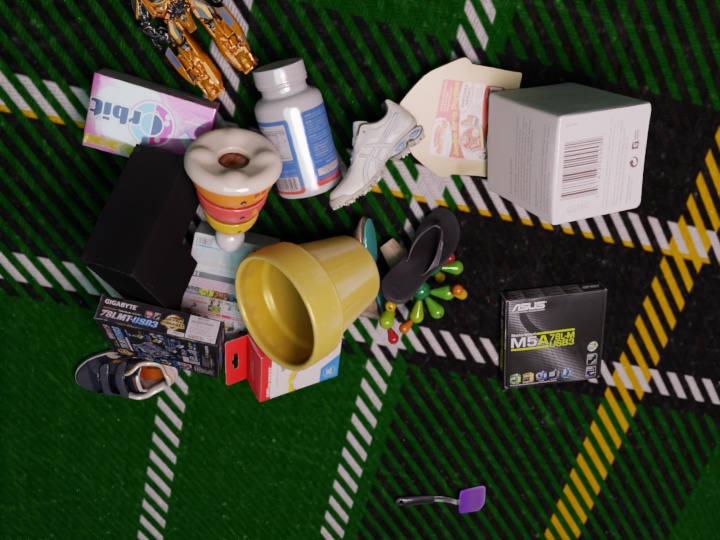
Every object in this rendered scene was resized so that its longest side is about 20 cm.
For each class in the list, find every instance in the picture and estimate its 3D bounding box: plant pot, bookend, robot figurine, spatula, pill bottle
[{"bbox_3d":[-0.075,0.035,1.157,0.188,0.199,0.203,-28,122,-40],"label":"plant pot"},{"bbox_3d":[-0.322,-0.056,1.109,0.091,0.199,0.202,16,71,12],"label":"bookend"},{"bbox_3d":[-0.252,-0.370,1.063,0.144,0.058,0.201,-35,113,8],"label":"robot figurine"},{"bbox_3d":[0.172,0.493,1.498,0.197,0.021,0.057,0,101,-3],"label":"spatula"},{"bbox_3d":[-0.104,-0.226,1.112,0.111,0.112,0.202,-13,114,0],"label":"pill bottle"}]

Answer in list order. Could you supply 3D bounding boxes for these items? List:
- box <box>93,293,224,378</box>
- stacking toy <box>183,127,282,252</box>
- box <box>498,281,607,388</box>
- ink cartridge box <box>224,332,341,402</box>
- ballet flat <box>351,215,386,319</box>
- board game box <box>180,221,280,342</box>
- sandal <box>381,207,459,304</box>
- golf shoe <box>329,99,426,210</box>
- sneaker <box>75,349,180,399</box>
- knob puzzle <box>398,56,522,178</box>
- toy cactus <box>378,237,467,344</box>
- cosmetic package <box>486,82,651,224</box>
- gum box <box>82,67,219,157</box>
[{"bbox_3d":[-0.329,0.115,1.177,0.196,0.050,0.200,15,155,-3],"label":"box"},{"bbox_3d":[-0.199,-0.107,1.097,0.144,0.147,0.201,4,138,-7],"label":"stacking toy"},{"bbox_3d":[0.368,0.125,1.347,0.197,0.048,0.195,-5,116,-4],"label":"box"},{"bbox_3d":[-0.137,0.157,1.244,0.198,0.067,0.117,-16,134,-26],"label":"ink cartridge box"},{"bbox_3d":[0.000,0.000,1.249,0.066,0.068,0.202,-1,114,22],"label":"ballet flat"},{"bbox_3d":[-0.234,0.030,1.236,0.146,0.064,0.202,13,110,-10],"label":"board game box"},{"bbox_3d":[0.110,-0.027,1.199,0.076,0.043,0.201,30,69,12],"label":"sandal"},{"bbox_3d":[0.007,-0.186,1.118,0.200,0.078,0.097,-46,101,-12],"label":"golf shoe"},{"bbox_3d":[-0.431,0.191,1.279,0.197,0.080,0.079,-10,116,0],"label":"sneaker"},{"bbox_3d":[0.153,-0.255,1.169,0.217,0.031,0.222,-2,114,-5],"label":"knob puzzle"},{"bbox_3d":[0.093,0.019,1.239,0.199,0.102,0.166,-37,90,-10],"label":"toy cactus"},{"bbox_3d":[0.318,-0.191,1.102,0.163,0.200,0.167,-12,117,-17],"label":"cosmetic package"},{"bbox_3d":[-0.325,-0.233,1.111,0.198,0.066,0.115,15,110,-12],"label":"gum box"}]
